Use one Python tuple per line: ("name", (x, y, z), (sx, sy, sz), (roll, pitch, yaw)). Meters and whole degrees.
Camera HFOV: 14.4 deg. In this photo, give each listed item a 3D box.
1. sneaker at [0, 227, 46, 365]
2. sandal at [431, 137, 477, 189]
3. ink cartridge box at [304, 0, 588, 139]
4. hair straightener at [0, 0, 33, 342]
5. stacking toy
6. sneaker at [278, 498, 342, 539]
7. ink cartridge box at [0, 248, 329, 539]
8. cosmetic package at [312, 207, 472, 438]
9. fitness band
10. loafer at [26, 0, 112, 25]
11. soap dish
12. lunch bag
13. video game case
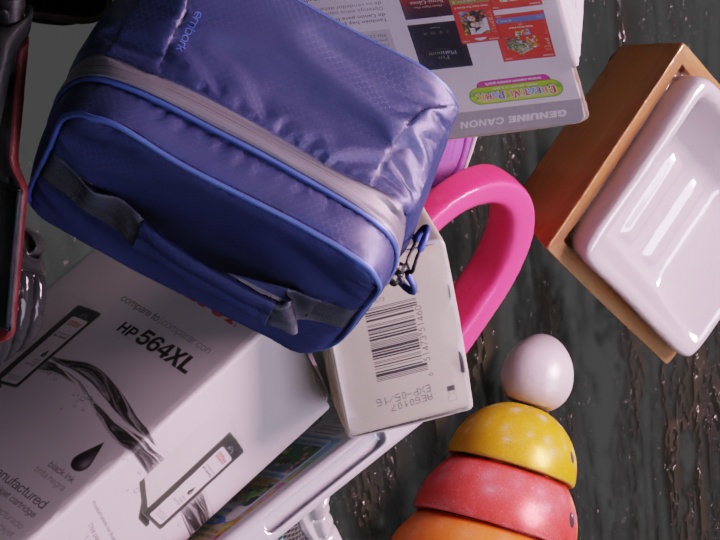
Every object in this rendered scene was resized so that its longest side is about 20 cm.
("sneaker", (-0.208, -0.028, 1.437), (0.099, 0.070, 0.201), (-32, 131, -52))
("sandal", (0.069, -0.127, 1.687), (0.082, 0.050, 0.203), (-18, 129, -41))
("ink cartridge box", (0.011, -0.153, 1.482), (0.176, 0.199, 0.084), (71, 19, -46))
("hair straightener", (-0.183, -0.056, 1.343), (0.077, 0.041, 0.201), (-16, 124, -58))
("stacking toy", (0.096, 0.138, 1.864), (0.146, 0.146, 0.201), (25, 79, -53))
("sneaker", (-0.059, 0.172, 1.749), (0.091, 0.078, 0.200), (-30, 133, -11))
("ink cartridge box", (-0.140, 0.082, 1.515), (0.200, 0.146, 0.084), (-43, 135, -21))
("cosmetic package", (0.000, 0.000, 1.555), (0.073, 0.200, 0.104), (-14, 112, -7))
("fitness band", (0.031, 0.021, 1.738), (0.200, 0.037, 0.143), (-54, 147, 8))
("loafer", (-0.199, -0.155, 1.354), (0.200, 0.063, 0.072), (5, 111, -50))
("soap dish", (0.193, -0.047, 1.860), (0.158, 0.081, 0.200), (-56, 143, -4))
("lunch bag", (-0.055, -0.046, 1.379), (0.133, 0.199, 0.136), (-64, -176, -26))
("video game case", (-0.070, 0.112, 1.588), (0.182, 0.200, 0.024), (-37, 108, -26))
